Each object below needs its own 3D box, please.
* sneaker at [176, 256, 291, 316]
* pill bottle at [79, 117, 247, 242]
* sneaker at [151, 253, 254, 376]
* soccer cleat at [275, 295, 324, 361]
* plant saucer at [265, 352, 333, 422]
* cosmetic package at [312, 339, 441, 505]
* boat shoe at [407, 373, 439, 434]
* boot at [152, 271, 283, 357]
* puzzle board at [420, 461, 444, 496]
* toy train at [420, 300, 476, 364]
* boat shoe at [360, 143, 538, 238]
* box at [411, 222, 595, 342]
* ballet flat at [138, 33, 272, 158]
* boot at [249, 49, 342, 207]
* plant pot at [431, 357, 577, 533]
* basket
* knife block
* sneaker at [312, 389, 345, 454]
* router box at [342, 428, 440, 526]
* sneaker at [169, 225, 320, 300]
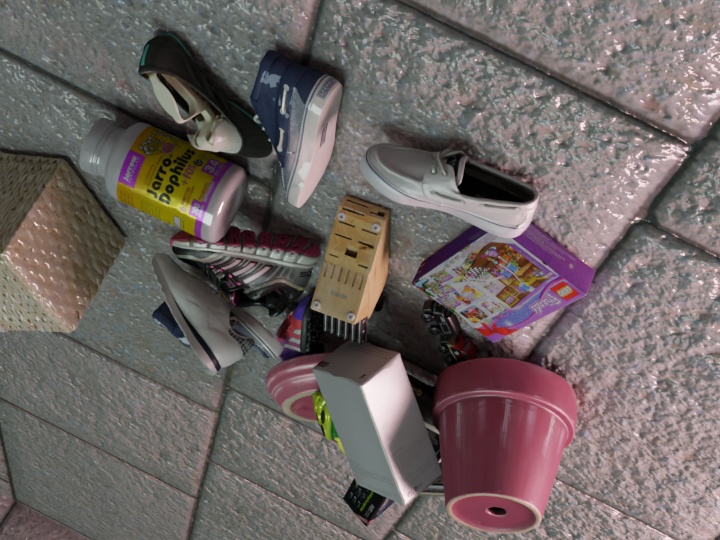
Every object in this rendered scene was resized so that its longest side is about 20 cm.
[{"bbox_3d":[-0.177,0.004,1.590,0.198,0.087,0.081,16,146,20],"label":"sneaker"},{"bbox_3d":[-0.251,-0.120,1.447,0.198,0.105,0.105,24,149,5],"label":"pill bottle"},{"bbox_3d":[-0.228,0.051,1.619,0.201,0.080,0.077,55,171,18],"label":"sneaker"},{"bbox_3d":[-0.093,0.092,1.680,0.073,0.069,0.201,25,152,11],"label":"soccer cleat"},{"bbox_3d":[-0.043,0.182,1.710,0.198,0.051,0.201,-1,155,-1],"label":"plant saucer"},{"bbox_3d":[0.023,0.203,1.541,0.112,0.081,0.202,14,129,49],"label":"cosmetic package"},{"bbox_3d":[0.111,0.197,1.664,0.200,0.061,0.072,23,-165,-24],"label":"boat shoe"},{"bbox_3d":[-0.210,0.090,1.677,0.199,0.091,0.073,33,165,26],"label":"boot"},{"bbox_3d":[0.175,0.300,1.715,0.199,0.150,0.018,-10,100,45],"label":"puzzle board"},{"bbox_3d":[0.134,0.107,1.554,0.045,0.034,0.201,-4,138,26],"label":"toy train"},{"bbox_3d":[0.099,-0.102,1.243,0.198,0.074,0.066,17,145,-2],"label":"boat shoe"},{"bbox_3d":[0.167,0.008,1.372,0.136,0.039,0.200,36,148,-12],"label":"box"},{"bbox_3d":[-0.187,-0.184,1.336,0.068,0.069,0.200,-13,131,47],"label":"ballet flat"},{"bbox_3d":[-0.080,-0.161,1.298,0.090,0.073,0.201,30,142,10],"label":"boot"},{"bbox_3d":[0.186,0.243,1.531,0.197,0.181,0.201,8,146,5],"label":"plant pot"},{"bbox_3d":[-0.481,-0.041,1.662,0.159,0.200,0.201,2,141,30],"label":"basket"},{"bbox_3d":[0.000,0.000,1.487,0.063,0.175,0.202,19,104,11],"label":"knife block"},{"bbox_3d":[-0.013,0.212,1.653,0.083,0.075,0.200,-26,151,7],"label":"sneaker"},{"bbox_3d":[0.061,0.305,1.781,0.062,0.149,0.201,47,153,14],"label":"router box"},{"bbox_3d":[-0.155,-0.005,1.508,0.197,0.074,0.088,8,113,-6],"label":"sneaker"}]
